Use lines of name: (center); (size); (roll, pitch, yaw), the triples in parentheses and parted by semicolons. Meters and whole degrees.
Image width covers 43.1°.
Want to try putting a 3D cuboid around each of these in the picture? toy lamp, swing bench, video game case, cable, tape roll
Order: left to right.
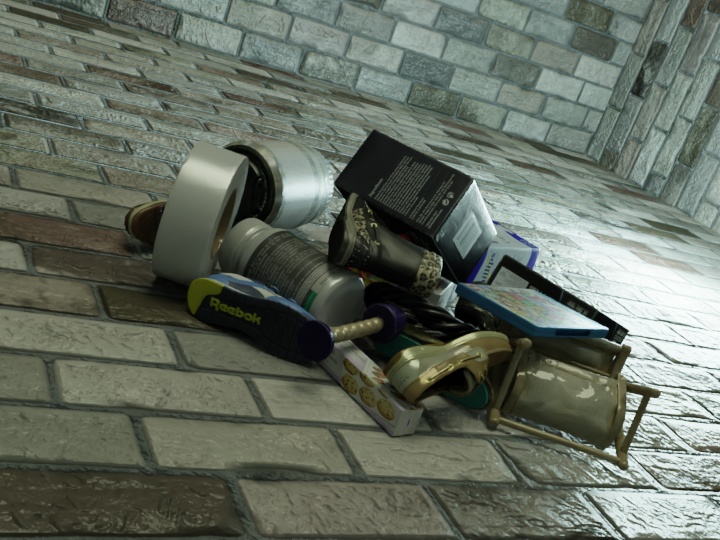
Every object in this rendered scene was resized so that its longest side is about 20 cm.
tape roll: (-0.223, -0.077, 1.279); (0.071, 0.203, 0.202); (19, 19, -2)
toy lamp: (-0.002, 0.076, 1.184); (0.058, 0.058, 0.200); (30, 19, 25)
cable: (0.092, 0.075, 1.333); (0.200, 0.051, 0.163); (29, -9, -17)
video game case: (0.246, 0.058, 1.300); (0.200, 0.018, 0.143); (6, 19, -48)
swing bench: (0.286, 0.156, 1.284); (0.199, 0.130, 0.200); (20, 14, -1)

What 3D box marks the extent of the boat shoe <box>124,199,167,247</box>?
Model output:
boat shoe: (-0.299, -0.075, 1.414); (0.075, 0.075, 0.202); (15, 8, 29)

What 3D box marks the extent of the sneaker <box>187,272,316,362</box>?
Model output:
sneaker: (-0.128, 0.054, 1.216); (0.200, 0.074, 0.082); (26, 17, 12)

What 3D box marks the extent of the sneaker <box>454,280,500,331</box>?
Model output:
sneaker: (0.227, 0.112, 1.433); (0.199, 0.076, 0.114); (40, 45, 5)

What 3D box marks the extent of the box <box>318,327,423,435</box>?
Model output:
box: (0.002, 0.139, 1.168); (0.039, 0.042, 0.200); (4, 26, -41)

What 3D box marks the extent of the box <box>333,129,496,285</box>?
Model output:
box: (0.092, -0.098, 1.456); (0.200, 0.118, 0.197); (30, -11, 28)

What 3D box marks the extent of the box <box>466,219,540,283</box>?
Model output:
box: (0.210, -0.039, 1.766); (0.200, 0.105, 0.184); (0, 27, -45)

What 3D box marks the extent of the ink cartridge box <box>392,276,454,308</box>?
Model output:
ink cartridge box: (0.081, 0.031, 1.498); (0.200, 0.068, 0.116); (25, 20, 12)

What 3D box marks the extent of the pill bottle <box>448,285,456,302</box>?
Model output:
pill bottle: (0.092, -0.030, 1.618); (0.200, 0.106, 0.106); (25, 19, 14)

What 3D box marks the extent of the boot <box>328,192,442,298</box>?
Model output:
boot: (0.035, -0.035, 1.308); (0.154, 0.074, 0.204); (23, 21, -8)

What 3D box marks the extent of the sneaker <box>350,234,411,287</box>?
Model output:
sneaker: (0.000, 0.000, 1.380); (0.200, 0.090, 0.078); (-30, 62, -27)

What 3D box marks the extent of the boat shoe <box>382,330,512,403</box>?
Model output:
boat shoe: (0.120, 0.128, 1.153); (0.200, 0.074, 0.066); (-10, 55, -34)

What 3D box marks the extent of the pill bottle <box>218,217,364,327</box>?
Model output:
pill bottle: (-0.102, 0.010, 1.299); (0.200, 0.113, 0.113); (32, 22, 28)

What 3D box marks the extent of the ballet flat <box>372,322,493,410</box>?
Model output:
ballet flat: (0.109, 0.126, 1.272); (0.200, 0.071, 0.071); (27, 20, 26)

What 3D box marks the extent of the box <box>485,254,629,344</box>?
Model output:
box: (0.329, 0.072, 1.548); (0.200, 0.086, 0.164); (35, 6, 36)

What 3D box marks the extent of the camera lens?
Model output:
camera lens: (-0.159, -0.148, 1.599); (0.160, 0.160, 0.200); (29, 21, 24)
